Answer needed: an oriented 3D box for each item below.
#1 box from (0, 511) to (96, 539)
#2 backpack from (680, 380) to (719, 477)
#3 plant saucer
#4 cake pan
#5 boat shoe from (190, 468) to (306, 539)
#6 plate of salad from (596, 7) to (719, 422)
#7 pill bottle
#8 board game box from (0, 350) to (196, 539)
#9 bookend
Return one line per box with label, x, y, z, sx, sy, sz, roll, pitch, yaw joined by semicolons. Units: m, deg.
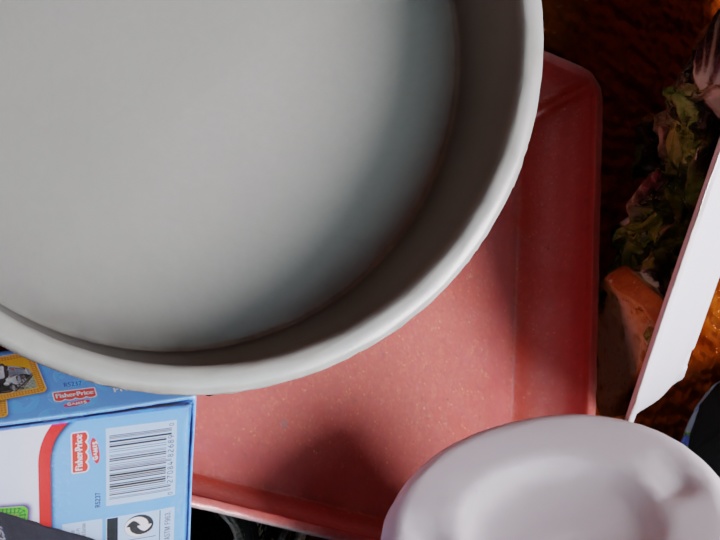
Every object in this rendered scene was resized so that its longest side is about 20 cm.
box;-0.082;0.150;0.670;0.200;0.122;0.106;22;119;-32
backpack;0.193;0.104;0.975;0.163;0.200;0.154;-11;124;11
plant saucer;0.000;0.000;0.838;0.200;0.037;0.200;18;66;-38
cake pan;-0.050;-0.066;0.648;0.199;0.037;0.201;3;81;-17
boat shoe;-0.049;0.084;0.845;0.200;0.064;0.071;-38;122;-25
plate of salad;0.121;-0.034;0.913;0.200;0.048;0.201;19;90;-82
pill bottle;0.070;0.156;0.800;0.114;0.114;0.201;-32;133;-29
board game box;-0.150;0.096;0.709;0.199;0.037;0.152;-7;129;-15
bookend;-0.050;-0.105;0.723;0.199;0.092;0.200;40;74;-8
